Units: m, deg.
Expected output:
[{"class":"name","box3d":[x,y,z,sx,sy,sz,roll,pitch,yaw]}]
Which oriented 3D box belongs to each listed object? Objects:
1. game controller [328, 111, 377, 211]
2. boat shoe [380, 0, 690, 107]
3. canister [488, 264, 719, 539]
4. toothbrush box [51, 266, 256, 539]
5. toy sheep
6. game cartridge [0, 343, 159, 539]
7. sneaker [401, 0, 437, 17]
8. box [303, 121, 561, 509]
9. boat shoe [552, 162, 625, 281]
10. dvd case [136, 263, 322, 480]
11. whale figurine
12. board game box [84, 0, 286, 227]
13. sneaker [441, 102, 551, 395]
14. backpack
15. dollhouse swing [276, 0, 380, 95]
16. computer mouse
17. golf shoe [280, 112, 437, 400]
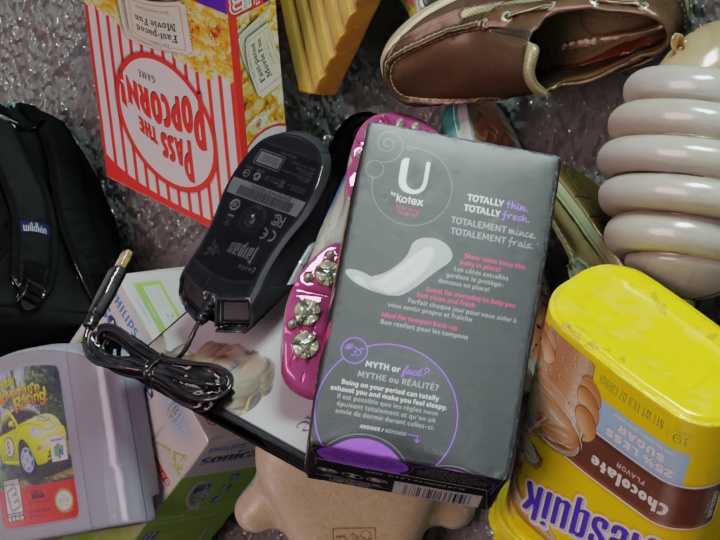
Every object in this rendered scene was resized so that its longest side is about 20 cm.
[{"class":"game controller","box3d":[-0.004,-0.004,1.803,0.104,0.042,0.201,35,110,35]},{"class":"boat shoe","box3d":[0.104,-0.141,1.656,0.202,0.075,0.075,-17,118,18]},{"class":"canister","box3d":[0.159,0.112,1.576,0.148,0.086,0.200,38,140,29]},{"class":"toothbrush box","box3d":[-0.150,0.115,1.863,0.200,0.086,0.146,-51,58,37]},{"class":"toy sheep","box3d":[0.205,-0.052,1.582,0.138,0.138,0.201,1,76,39]},{"class":"game cartridge","box3d":[-0.216,0.120,1.848,0.200,0.041,0.134,-16,78,48]},{"class":"sneaker","box3d":[0.044,-0.209,1.765,0.090,0.078,0.201,-28,72,56]},{"class":"box","box3d":[0.042,0.029,1.589,0.122,0.106,0.201,11,75,0]},{"class":"boat shoe","box3d":[0.158,0.021,1.648,0.066,0.074,0.200,-44,62,22]},{"class":"dvd case","box3d":[-0.041,0.052,1.719,0.200,0.143,0.018,24,147,44]},{"class":"whale figurine","box3d":[-0.004,0.153,1.763,0.158,0.104,0.201,-3,110,0]},{"class":"board game box","box3d":[-0.118,-0.133,1.800,0.151,0.046,0.201,25,133,38]},{"class":"sneaker","box3d":[0.071,-0.013,1.723,0.080,0.071,0.201,-17,78,33]},{"class":"backpack","box3d":[-0.255,-0.031,1.941,0.154,0.163,0.201,-36,58,47]},{"class":"dollhouse swing","box3d":[-0.076,-0.239,1.749,0.200,0.181,0.176,119,162,-48]},{"class":"computer mouse","box3d":[-0.097,-0.003,1.747,0.140,0.046,0.201,14,72,35]},{"class":"golf shoe","box3d":[0.000,0.000,1.699,0.075,0.092,0.201,24,67,-1]}]
